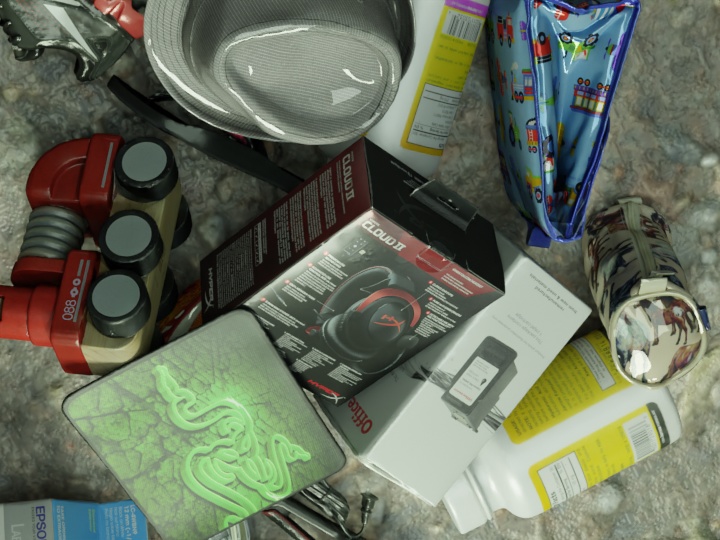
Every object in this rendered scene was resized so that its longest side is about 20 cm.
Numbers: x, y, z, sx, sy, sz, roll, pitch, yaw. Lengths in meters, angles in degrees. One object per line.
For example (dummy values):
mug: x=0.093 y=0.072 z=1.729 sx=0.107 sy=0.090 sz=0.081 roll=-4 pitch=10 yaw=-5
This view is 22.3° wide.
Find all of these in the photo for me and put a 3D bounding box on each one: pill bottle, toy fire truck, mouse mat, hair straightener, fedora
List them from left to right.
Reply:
toy fire truck: x=-0.239 y=-0.006 z=1.390 sx=0.198 sy=0.129 sz=0.178 roll=4 pitch=61 yaw=7
mouse mat: x=-0.115 y=0.125 z=1.382 sx=0.160 sy=0.008 sz=0.201 roll=-27 pitch=132 yaw=4
fedora: x=-0.049 y=-0.153 z=1.282 sx=0.199 sy=0.091 sz=0.178 roll=18 pitch=117 yaw=-25
hair straightener: x=-0.022 y=0.203 z=1.516 sx=0.200 sy=0.041 sz=0.077 roll=41 pitch=93 yaw=-10
pill bottle: x=0.025 y=-0.139 z=1.412 sx=0.103 sy=0.104 sz=0.202 roll=16 pitch=99 yaw=-12
pill bottle: x=0.151 y=0.132 z=1.486 sx=0.199 sy=0.111 sz=0.112 roll=-27 pitch=105 yaw=-3

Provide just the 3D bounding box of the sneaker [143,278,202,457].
sneaker: x=-0.123 y=0.061 z=1.434 sx=0.077 sy=0.073 sz=0.200 roll=46 pitch=72 yaw=-19

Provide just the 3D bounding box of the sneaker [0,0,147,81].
sneaker: x=-0.254 y=-0.214 z=1.368 sx=0.200 sy=0.071 sz=0.098 roll=34 pitch=93 yaw=-16

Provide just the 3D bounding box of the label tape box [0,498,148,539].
label tape box: x=-0.265 y=0.255 z=1.428 sx=0.198 sy=0.066 sz=0.145 roll=-7 pitch=76 yaw=2

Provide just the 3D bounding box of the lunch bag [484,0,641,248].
lunch bag: x=0.143 y=-0.116 z=1.411 sx=0.093 sy=0.151 sz=0.202 roll=2 pitch=101 yaw=-10

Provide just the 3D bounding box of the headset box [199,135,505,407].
headset box: x=0.000 y=0.000 z=1.354 sx=0.199 sy=0.075 sz=0.148 roll=-36 pitch=132 yaw=30

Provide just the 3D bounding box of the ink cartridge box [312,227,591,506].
ink cartridge box: x=0.068 y=0.064 z=1.438 sx=0.083 sy=0.145 sz=0.200 roll=36 pitch=95 yaw=-25

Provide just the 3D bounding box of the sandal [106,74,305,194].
sandal: x=-0.101 y=-0.107 z=1.393 sx=0.199 sy=0.075 sz=0.045 roll=27 pitch=95 yaw=12

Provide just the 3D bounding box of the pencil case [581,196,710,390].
pencil case: x=0.221 y=0.011 z=1.434 sx=0.077 sy=0.200 sz=0.090 roll=7 pitch=113 yaw=-3

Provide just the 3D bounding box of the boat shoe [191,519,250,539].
boat shoe: x=-0.135 y=0.152 z=1.469 sx=0.071 sy=0.062 sz=0.201 roll=-25 pitch=104 yaw=-3
